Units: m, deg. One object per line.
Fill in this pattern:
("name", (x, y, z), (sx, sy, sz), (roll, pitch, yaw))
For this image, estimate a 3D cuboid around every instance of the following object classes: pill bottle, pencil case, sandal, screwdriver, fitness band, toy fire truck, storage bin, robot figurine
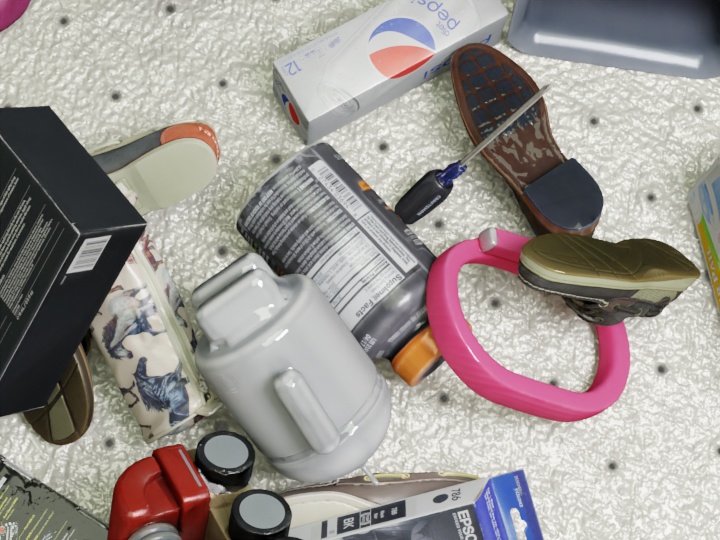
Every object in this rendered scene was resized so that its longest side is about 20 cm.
("pill bottle", (0.000, 0.000, 1.456), (0.106, 0.106, 0.200), (-41, 81, -12))
("pencil case", (-0.175, 0.034, 1.428), (0.078, 0.089, 0.201), (-29, 95, -53))
("sandal", (-0.255, 0.041, 1.457), (0.082, 0.055, 0.201), (-27, 80, 36))
("screwdriver", (0.094, -0.092, 1.454), (0.029, 0.200, 0.028), (43, 42, -14))
("fitness band", (0.138, 0.045, 1.438), (0.199, 0.037, 0.144), (18, 56, -34))
("toy fire truck", (-0.153, 0.235, 1.329), (0.199, 0.129, 0.176), (-12, 45, -28))
("storage bin", (0.234, -0.266, 1.529), (0.199, 0.146, 0.135), (7, 65, -1))
("robot figurine", (-0.051, 0.084, 1.392), (0.113, 0.170, 0.200), (-33, 110, 5))

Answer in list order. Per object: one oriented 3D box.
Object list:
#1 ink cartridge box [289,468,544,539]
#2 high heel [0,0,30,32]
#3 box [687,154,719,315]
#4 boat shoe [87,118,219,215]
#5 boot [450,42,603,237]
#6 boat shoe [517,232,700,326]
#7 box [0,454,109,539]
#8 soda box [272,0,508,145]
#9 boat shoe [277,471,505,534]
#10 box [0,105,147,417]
("ink cartridge box", (0.045, 0.226, 1.389), (0.199, 0.039, 0.100), (-17, 110, 6))
("high heel", (-0.295, -0.284, 1.522), (0.067, 0.096, 0.200), (31, 76, 6))
("box", (0.352, 0.005, 1.467), (0.101, 0.113, 0.201), (-11, 76, -7))
("boat shoe", (-0.210, -0.072, 1.486), (0.199, 0.063, 0.071), (-21, 120, 8))
("boot", (0.133, -0.094, 1.504), (0.075, 0.097, 0.200), (-26, 66, -9))
("boat shoe", (0.196, 0.013, 1.433), (0.072, 0.200, 0.066), (41, 118, 36))
("box", (-0.289, 0.260, 1.403), (0.159, 0.049, 0.200), (30, 76, 8))
("soda box", (0.024, -0.187, 1.527), (0.200, 0.068, 0.064), (-29, 78, -10))
("boat shoe", (0.014, 0.194, 1.429), (0.199, 0.060, 0.072), (-2, 115, 0))
("box", (-0.268, -0.006, 1.376), (0.141, 0.079, 0.200), (47, 122, 21))
